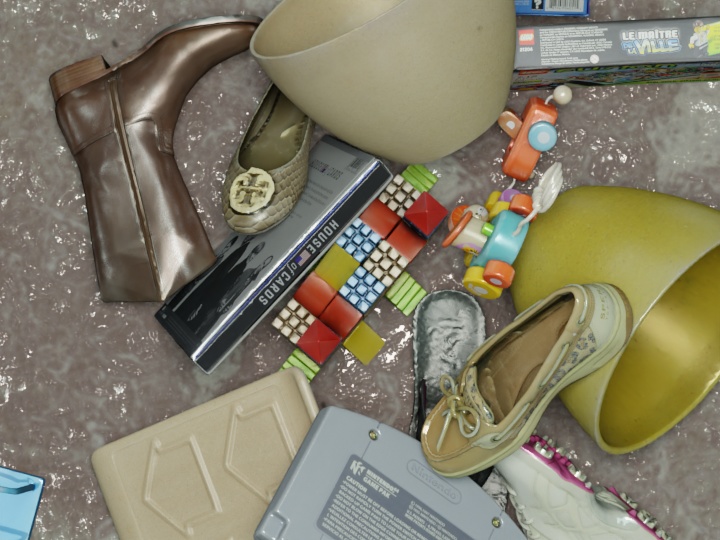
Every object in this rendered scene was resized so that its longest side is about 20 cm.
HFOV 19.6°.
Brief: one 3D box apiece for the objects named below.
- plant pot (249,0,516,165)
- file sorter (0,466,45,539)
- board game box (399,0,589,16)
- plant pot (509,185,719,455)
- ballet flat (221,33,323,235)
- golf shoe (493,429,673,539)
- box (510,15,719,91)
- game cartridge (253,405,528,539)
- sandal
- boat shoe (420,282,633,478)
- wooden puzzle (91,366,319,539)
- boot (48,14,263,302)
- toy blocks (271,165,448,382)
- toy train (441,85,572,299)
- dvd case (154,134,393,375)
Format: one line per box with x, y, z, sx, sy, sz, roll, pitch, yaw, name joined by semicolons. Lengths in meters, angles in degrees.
0.037;-0.159;1.541;0.200;0.200;0.135;-33;112;-3;plant pot
-0.336;0.238;1.572;0.138;0.123;0.201;15;86;0;file sorter
0.107;-0.301;1.621;0.151;0.045;0.202;1;106;-4;board game box
0.195;0.017;1.578;0.142;0.200;0.200;38;86;30;plant pot
-0.059;-0.114;1.596;0.067;0.046;0.201;10;57;21;ballet flat
0.148;0.187;1.594;0.200;0.075;0.092;38;98;-15;golf shoe
0.209;-0.168;1.614;0.198;0.110;0.035;-3;86;-1;box
0.030;0.195;1.534;0.200;0.042;0.134;37;55;-12;game cartridge
0.071;0.116;1.621;0.075;0.048;0.202;-7;90;0;sandal
0.104;0.074;1.486;0.200;0.062;0.074;-46;54;26;boat shoe
-0.092;0.191;1.600;0.199;0.046;0.186;-24;83;19;wooden puzzle
-0.137;-0.082;1.617;0.185;0.064;0.201;-19;78;12;boot
0.000;0.000;1.586;0.100;0.137;0.200;40;86;2;toy blocks
0.107;-0.064;1.578;0.055;0.200;0.151;24;110;-4;toy train
-0.069;-0.016;1.581;0.200;0.150;0.025;-46;109;-3;dvd case
